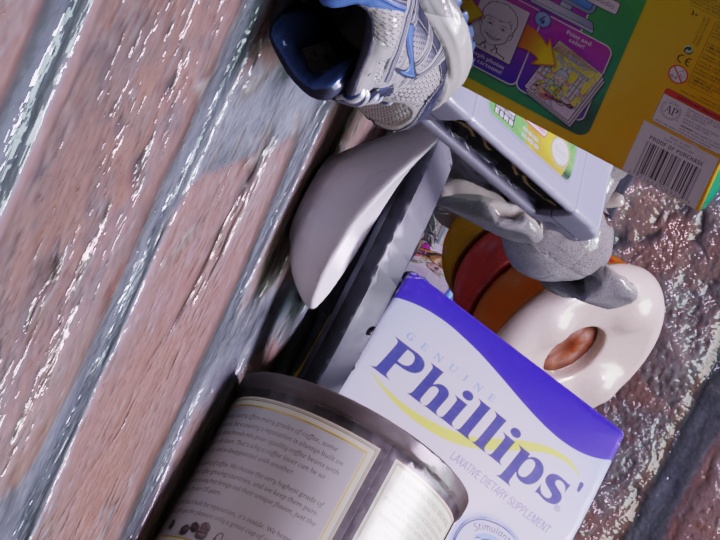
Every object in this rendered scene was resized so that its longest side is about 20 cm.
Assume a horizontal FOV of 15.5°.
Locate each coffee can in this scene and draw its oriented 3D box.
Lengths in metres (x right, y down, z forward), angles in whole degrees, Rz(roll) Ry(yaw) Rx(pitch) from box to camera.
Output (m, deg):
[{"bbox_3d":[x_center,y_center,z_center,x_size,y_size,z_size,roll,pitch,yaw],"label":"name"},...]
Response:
[{"bbox_3d":[-0.049,0.178,1.463,0.200,0.146,0.146,-60,172,-19],"label":"coffee can"}]

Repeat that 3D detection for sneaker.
[{"bbox_3d":[-0.005,-0.107,1.135,0.085,0.077,0.200,-51,162,-17],"label":"sneaker"}]

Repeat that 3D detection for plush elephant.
[{"bbox_3d":[0.117,-0.063,1.659,0.200,0.155,0.165,-53,142,10],"label":"plush elephant"}]

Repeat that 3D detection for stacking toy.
[{"bbox_3d":[0.101,-0.003,1.810,0.146,0.200,0.146,-23,144,-18],"label":"stacking toy"}]

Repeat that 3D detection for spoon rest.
[{"bbox_3d":[0.016,-0.066,1.404,0.201,0.060,0.099,-67,171,23],"label":"spoon rest"}]

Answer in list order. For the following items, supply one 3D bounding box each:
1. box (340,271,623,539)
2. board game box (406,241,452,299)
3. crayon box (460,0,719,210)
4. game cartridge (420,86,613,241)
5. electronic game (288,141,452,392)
[{"bbox_3d":[0.035,0.136,1.663,0.105,0.184,0.200,-37,-161,56],"label":"box"},{"bbox_3d":[0.001,0.103,1.945,0.200,0.041,0.200,-50,165,-59],"label":"board game box"},{"bbox_3d":[0.099,-0.129,1.215,0.058,0.199,0.119,-50,165,-52],"label":"crayon box"},{"bbox_3d":[0.084,-0.112,1.369,0.200,0.040,0.134,35,59,-52],"label":"game cartridge"},{"bbox_3d":[0.000,0.000,1.562,0.201,0.041,0.200,-63,-178,4],"label":"electronic game"}]
